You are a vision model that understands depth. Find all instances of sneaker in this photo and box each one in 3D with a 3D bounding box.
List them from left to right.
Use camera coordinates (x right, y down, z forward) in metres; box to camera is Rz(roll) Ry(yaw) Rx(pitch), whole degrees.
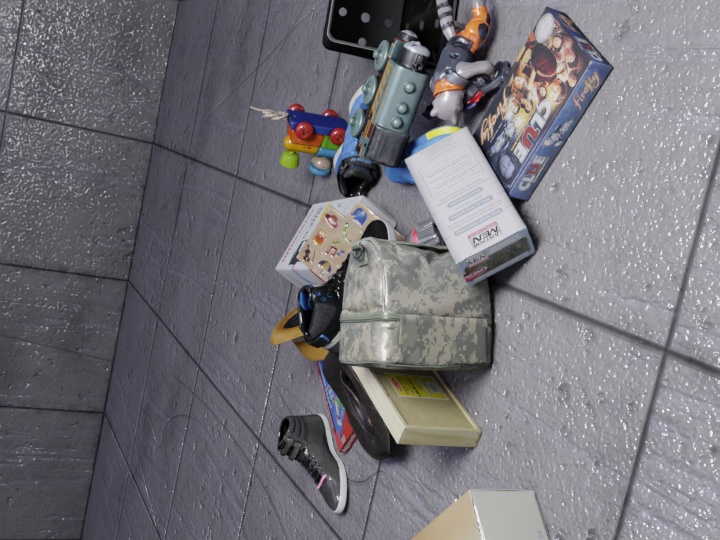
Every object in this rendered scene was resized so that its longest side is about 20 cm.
[{"bbox_3d":[-0.089,0.330,1.479,0.071,0.098,0.201,-59,36,32],"label":"sneaker"},{"bbox_3d":[-0.024,0.014,1.194,0.073,0.111,0.203,11,83,55],"label":"sneaker"},{"bbox_3d":[0.006,-0.213,1.473,0.112,0.076,0.201,-100,28,-43],"label":"sneaker"},{"bbox_3d":[0.094,-0.152,1.302,0.199,0.065,0.080,-20,69,60],"label":"sneaker"}]

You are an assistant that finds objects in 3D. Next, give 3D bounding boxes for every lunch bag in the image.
[{"bbox_3d":[0.076,0.045,1.143,0.139,0.197,0.171,-5,82,59],"label":"lunch bag"}]

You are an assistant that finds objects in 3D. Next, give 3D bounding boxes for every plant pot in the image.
[{"bbox_3d":[0.033,-0.427,1.384,0.177,0.196,0.203,-179,97,-74],"label":"plant pot"}]

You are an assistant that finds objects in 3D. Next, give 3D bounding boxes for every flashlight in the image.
[{"bbox_3d":[0.040,-0.010,1.271,0.198,0.068,0.068,-25,31,23],"label":"flashlight"}]

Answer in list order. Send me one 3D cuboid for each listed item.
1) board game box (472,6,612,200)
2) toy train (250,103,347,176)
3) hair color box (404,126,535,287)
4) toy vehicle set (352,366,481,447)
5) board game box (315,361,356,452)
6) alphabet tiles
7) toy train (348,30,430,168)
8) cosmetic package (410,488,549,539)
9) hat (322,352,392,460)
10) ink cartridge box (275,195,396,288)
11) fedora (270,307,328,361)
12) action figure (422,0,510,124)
[{"bbox_3d":[0.225,-0.211,1.098,0.201,0.034,0.136,-62,33,33],"label":"board game box"},{"bbox_3d":[-0.127,-0.244,1.617,0.085,0.197,0.117,-115,38,-47],"label":"toy train"},{"bbox_3d":[0.141,-0.087,1.132,0.098,0.061,0.201,-27,50,6],"label":"hair color box"},{"bbox_3d":[0.070,0.168,1.190,0.200,0.123,0.027,54,129,54],"label":"toy vehicle set"},{"bbox_3d":[-0.033,0.201,1.494,0.104,0.019,0.201,-59,35,35],"label":"board game box"},{"bbox_3d":[0.000,0.000,1.322,0.199,0.008,0.168,39,104,15],"label":"alphabet tiles"},{"bbox_3d":[0.047,-0.248,1.267,0.114,0.084,0.202,-119,47,-59],"label":"toy train"},{"bbox_3d":[0.129,0.343,1.049,0.201,0.104,0.072,-53,38,40],"label":"cosmetic package"},{"bbox_3d":[0.020,0.189,1.309,0.201,0.080,0.202,52,160,28],"label":"hat"},{"bbox_3d":[-0.047,-0.039,1.468,0.147,0.082,0.199,-61,24,-15],"label":"ink cartridge box"},{"bbox_3d":[-0.054,0.095,1.456,0.200,0.200,0.083,-1,120,62],"label":"fedora"},{"bbox_3d":[0.127,-0.297,1.245,0.199,0.104,0.196,-26,50,54],"label":"action figure"}]
